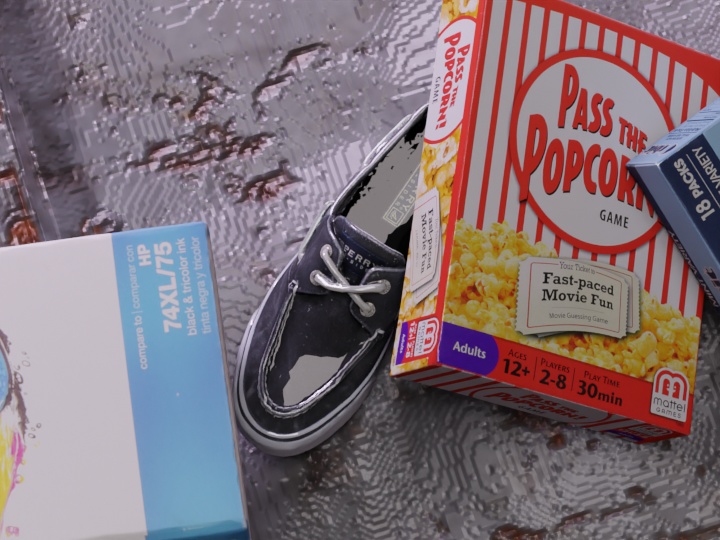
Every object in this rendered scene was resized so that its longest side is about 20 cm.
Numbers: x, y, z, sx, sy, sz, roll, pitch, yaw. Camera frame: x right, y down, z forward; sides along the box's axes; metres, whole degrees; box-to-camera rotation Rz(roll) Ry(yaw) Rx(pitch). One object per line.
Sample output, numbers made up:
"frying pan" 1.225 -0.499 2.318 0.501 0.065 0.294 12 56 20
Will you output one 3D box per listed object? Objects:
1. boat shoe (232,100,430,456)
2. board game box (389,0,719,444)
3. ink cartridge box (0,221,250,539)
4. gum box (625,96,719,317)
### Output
"boat shoe" 0.000 0.000 1.219 0.072 0.068 0.200 33 76 8
"board game box" 0.101 -0.029 1.209 0.151 0.046 0.200 16 72 -27
"ink cartridge box" -0.157 0.079 1.131 0.200 0.147 0.146 -7 73 -4
"gum box" 0.259 -0.038 1.217 0.200 0.045 0.170 -34 100 -11
